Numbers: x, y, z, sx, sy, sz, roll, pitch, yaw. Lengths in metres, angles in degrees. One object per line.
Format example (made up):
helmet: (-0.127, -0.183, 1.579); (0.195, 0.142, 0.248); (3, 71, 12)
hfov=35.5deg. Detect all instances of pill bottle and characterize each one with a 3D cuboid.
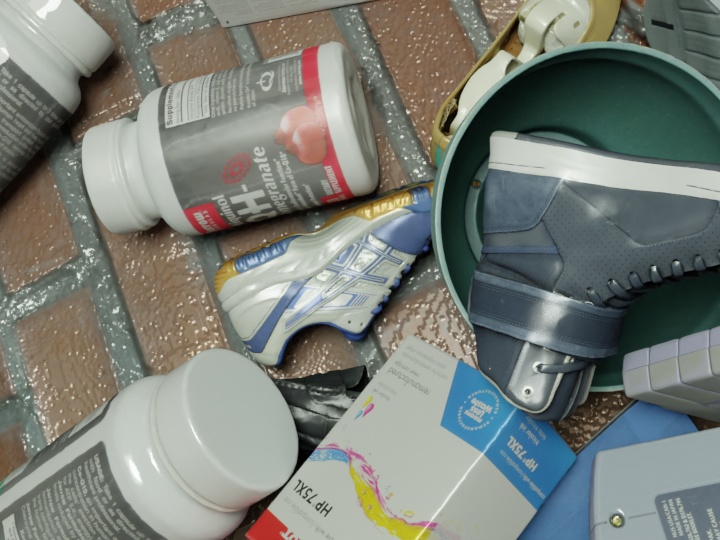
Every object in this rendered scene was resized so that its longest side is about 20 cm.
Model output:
pill bottle: (-0.141, 0.138, 0.721); (0.199, 0.113, 0.114); (-35, 67, 29)
pill bottle: (-0.290, -0.132, 0.863); (0.113, 0.113, 0.200); (40, 86, 20)
pill bottle: (-0.094, -0.088, 0.814); (0.198, 0.111, 0.112); (-13, 71, 10)

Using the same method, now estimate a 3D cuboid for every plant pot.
plant pot: (0.132, -0.034, 0.711); (0.198, 0.134, 0.202); (0, 94, -7)

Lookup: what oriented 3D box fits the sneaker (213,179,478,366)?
sneaker: (0.000, 0.000, 0.798); (0.199, 0.075, 0.089); (-23, 95, 1)

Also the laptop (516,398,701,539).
laptop: (0.181, 0.209, 0.657); (0.187, 0.116, 0.200); (-42, 63, -1)

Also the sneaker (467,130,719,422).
sneaker: (0.146, 0.015, 0.575); (0.201, 0.077, 0.148); (13, 93, 36)

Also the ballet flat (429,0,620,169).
ballet flat: (0.121, -0.151, 0.807); (0.068, 0.063, 0.201); (34, 84, 22)

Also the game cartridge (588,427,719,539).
game cartridge: (0.195, 0.183, 0.592); (0.132, 0.042, 0.201); (-12, 59, 2)

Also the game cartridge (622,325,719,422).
game cartridge: (0.258, 0.063, 0.626); (0.129, 0.199, 0.039); (-20, 60, 54)

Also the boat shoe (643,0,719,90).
boat shoe: (0.240, -0.161, 0.725); (0.066, 0.200, 0.074); (-12, 114, 2)

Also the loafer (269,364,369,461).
loafer: (-0.013, 0.098, 0.767); (0.199, 0.068, 0.071); (15, 70, 12)

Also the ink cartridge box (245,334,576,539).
ink cartridge box: (0.015, 0.147, 0.651); (0.200, 0.067, 0.116); (-50, 35, -11)

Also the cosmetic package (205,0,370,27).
cosmetic package: (-0.026, -0.243, 0.859); (0.198, 0.083, 0.051); (-8, 70, 10)
